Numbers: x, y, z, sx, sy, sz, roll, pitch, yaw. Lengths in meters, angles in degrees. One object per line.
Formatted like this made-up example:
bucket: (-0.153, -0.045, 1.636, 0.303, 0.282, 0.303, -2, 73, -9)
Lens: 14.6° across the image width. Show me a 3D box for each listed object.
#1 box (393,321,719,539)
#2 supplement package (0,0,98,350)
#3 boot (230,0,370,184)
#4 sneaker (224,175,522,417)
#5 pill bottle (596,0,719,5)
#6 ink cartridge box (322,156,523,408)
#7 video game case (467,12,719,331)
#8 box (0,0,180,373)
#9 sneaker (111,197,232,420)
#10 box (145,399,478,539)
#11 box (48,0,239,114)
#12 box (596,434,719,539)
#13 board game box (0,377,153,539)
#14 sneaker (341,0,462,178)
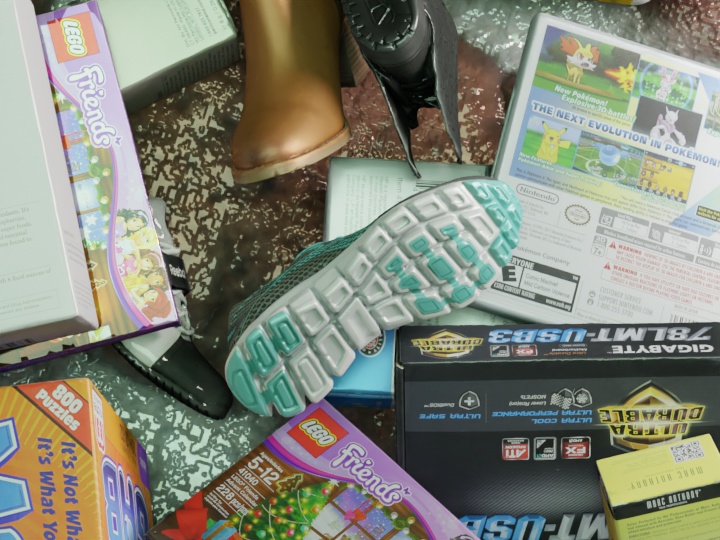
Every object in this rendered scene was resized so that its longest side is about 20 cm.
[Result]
box: (0.119, 0.127, 1.680, 0.199, 0.050, 0.200, -1, 118, 0)
supplement package: (-0.230, -0.055, 1.600, 0.120, 0.120, 0.201, -11, 86, 0)
boot: (-0.050, -0.155, 1.683, 0.076, 0.200, 0.156, -5, 120, 27)
sneaker: (0.000, 0.000, 1.645, 0.199, 0.091, 0.078, -31, 116, -1)
pill bottle: (0.136, -0.227, 1.753, 0.199, 0.114, 0.115, 7, 81, 1)
ink cartridge box: (0.075, 0.013, 1.730, 0.199, 0.086, 0.147, 3, 81, -2)
video game case: (0.175, -0.039, 1.688, 0.199, 0.022, 0.183, 17, 79, -8)
box: (-0.197, -0.047, 1.681, 0.136, 0.039, 0.201, -15, 85, -3)
sneaker: (-0.137, 0.003, 1.734, 0.088, 0.074, 0.200, -44, 85, -5)
box: (-0.007, 0.178, 1.592, 0.137, 0.039, 0.200, -37, 58, -21)
box: (-0.176, -0.124, 1.750, 0.199, 0.082, 0.069, -26, 84, -6)
box: (0.192, 0.197, 1.666, 0.075, 0.050, 0.201, -14, 120, 0)
board game box: (-0.227, 0.192, 1.622, 0.199, 0.200, 0.201, -8, 74, 3)
sneaker: (0.019, -0.165, 1.693, 0.060, 0.104, 0.201, -17, 62, 11)
